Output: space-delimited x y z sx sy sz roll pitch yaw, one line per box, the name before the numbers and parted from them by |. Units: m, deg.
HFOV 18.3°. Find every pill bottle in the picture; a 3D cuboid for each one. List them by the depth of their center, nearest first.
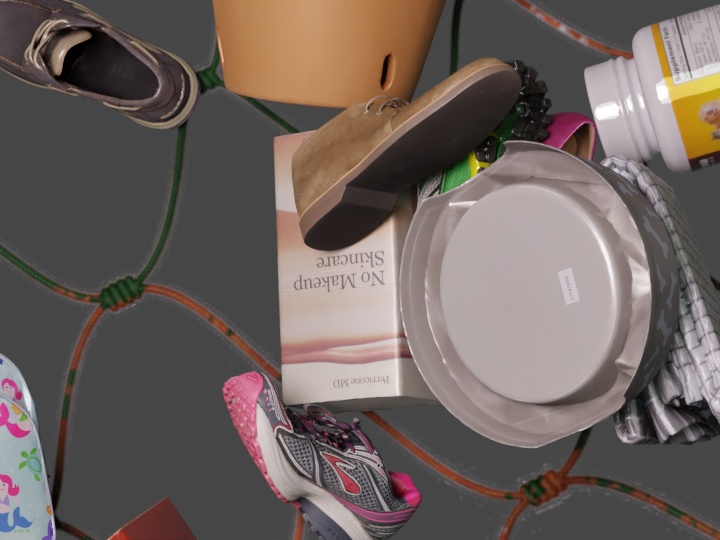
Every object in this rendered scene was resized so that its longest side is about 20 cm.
pill bottle | 0.264 -0.135 1.578 0.200 0.109 0.109 -16 79 11

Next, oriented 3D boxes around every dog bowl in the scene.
dog bowl | 0.120 0.014 1.461 0.200 0.059 0.200 5 98 39

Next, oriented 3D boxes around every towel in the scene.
towel | 0.202 0.029 1.541 0.086 0.166 0.200 -22 77 13

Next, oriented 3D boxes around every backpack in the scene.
backpack | -0.315 0.151 1.641 0.177 0.151 0.200 -1 71 -28

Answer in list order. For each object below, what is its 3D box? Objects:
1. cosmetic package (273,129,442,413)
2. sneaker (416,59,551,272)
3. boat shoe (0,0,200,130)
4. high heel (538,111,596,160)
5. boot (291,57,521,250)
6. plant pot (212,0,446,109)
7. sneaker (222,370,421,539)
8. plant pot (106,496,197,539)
cosmetic package | 0.000 0.000 1.623 0.103 0.087 0.200 -8 80 25
sneaker | 0.074 -0.049 1.583 0.085 0.078 0.200 0 69 58
boat shoe | -0.218 -0.171 1.716 0.200 0.073 0.075 19 87 15
high heel | 0.122 -0.015 1.595 0.067 0.096 0.200 10 82 -21
boot | 0.023 -0.097 1.530 0.200 0.074 0.076 -36 57 30
plant pot | -0.024 -0.194 1.625 0.200 0.200 0.140 8 100 14
sneaker | -0.030 0.128 1.580 0.075 0.200 0.081 -36 45 4
plant pot | -0.168 0.302 1.585 0.200 0.200 0.176 -42 88 4
